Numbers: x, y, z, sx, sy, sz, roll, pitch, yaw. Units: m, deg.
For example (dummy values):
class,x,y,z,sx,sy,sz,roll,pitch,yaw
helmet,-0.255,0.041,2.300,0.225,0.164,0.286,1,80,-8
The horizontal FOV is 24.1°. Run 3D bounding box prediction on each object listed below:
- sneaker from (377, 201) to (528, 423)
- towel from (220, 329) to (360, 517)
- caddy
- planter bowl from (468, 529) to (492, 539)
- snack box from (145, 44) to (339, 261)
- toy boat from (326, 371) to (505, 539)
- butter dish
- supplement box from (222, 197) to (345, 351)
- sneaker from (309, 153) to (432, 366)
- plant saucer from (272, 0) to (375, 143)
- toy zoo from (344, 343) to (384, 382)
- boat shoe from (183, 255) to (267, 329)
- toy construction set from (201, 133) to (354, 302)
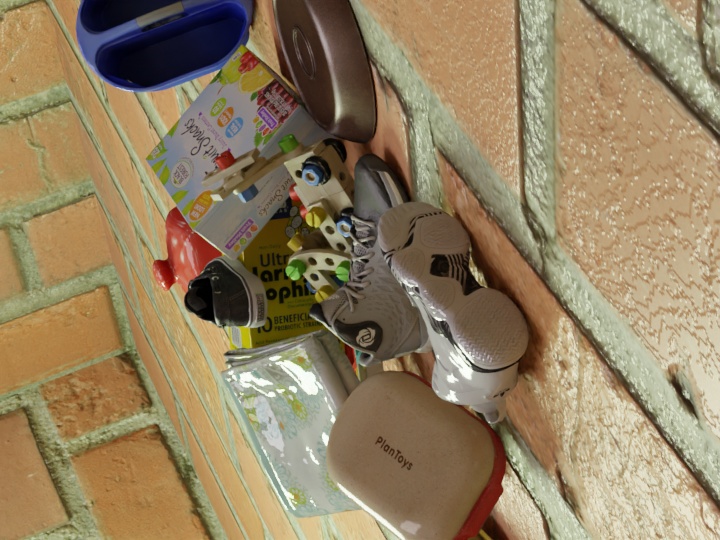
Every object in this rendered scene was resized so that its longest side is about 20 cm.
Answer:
class,x,y,z,sx,sy,sz,roll,pitch,yaw
sneaker,0.073,0.038,1.430,0.200,0.075,0.115,54,157,38
towel,-0.051,0.161,1.743,0.171,0.048,0.201,-16,105,50
caddy,-0.214,-0.276,1.867,0.105,0.199,0.142,4,-114,-86
planter bowl,0.100,0.351,1.696,0.201,0.083,0.201,48,153,34
snack box,-0.128,-0.126,1.766,0.068,0.169,0.200,38,-173,-31
toy boat,0.065,0.182,1.581,0.130,0.131,0.200,29,-176,-46
butter dish,-0.213,-0.016,2.315,0.200,0.147,0.201,-143,35,-66
supplement box,-0.087,0.008,1.859,0.109,0.108,0.202,-158,62,-71
sneaker,0.000,0.000,1.576,0.075,0.115,0.201,-151,42,-69
plant saucer,-0.041,-0.211,1.608,0.200,0.034,0.202,158,90,-77
toy zoo,0.004,0.094,1.784,0.131,0.020,0.202,112,152,-71
boat shoe,-0.153,0.028,1.783,0.200,0.066,0.071,-150,56,-68
toy construction set,-0.055,-0.060,1.655,0.131,0.093,0.200,-17,129,41
